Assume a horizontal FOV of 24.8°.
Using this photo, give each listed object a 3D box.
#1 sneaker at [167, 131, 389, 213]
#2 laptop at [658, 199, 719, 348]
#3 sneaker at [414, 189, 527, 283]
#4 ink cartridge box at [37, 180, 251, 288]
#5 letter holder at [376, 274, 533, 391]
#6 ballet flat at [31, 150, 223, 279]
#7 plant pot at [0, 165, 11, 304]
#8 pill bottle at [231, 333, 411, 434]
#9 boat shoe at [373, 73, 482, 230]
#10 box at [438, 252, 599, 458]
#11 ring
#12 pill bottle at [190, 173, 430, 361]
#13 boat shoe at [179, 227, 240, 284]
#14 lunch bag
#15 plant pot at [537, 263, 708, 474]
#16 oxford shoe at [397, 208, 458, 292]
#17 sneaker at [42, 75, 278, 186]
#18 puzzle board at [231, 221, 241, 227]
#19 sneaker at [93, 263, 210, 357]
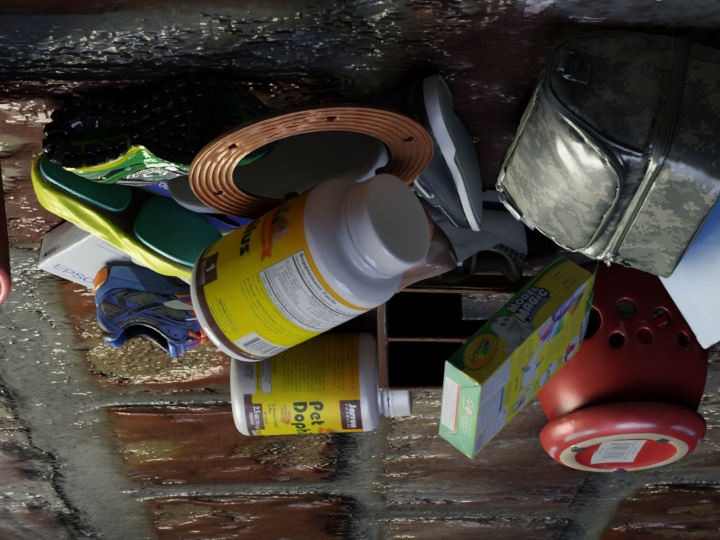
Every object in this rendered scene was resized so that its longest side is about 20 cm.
[{"bbox_3d":[-0.063,-0.069,1.457,0.197,0.075,0.116,-8,153,13],"label":"sneaker"},{"bbox_3d":[0.290,-0.024,1.520,0.198,0.117,0.187,10,154,-23],"label":"laptop"},{"bbox_3d":[0.060,-0.032,1.540,0.197,0.082,0.077,1,158,-1],"label":"sneaker"},{"bbox_3d":[-0.182,-0.015,1.592,0.198,0.041,0.199,23,149,-33],"label":"ink cartridge box"},{"bbox_3d":[0.119,0.058,1.608,0.140,0.102,0.199,-1,-178,25],"label":"letter holder"},{"bbox_3d":[-0.205,-0.042,1.456,0.198,0.067,0.067,29,141,0],"label":"ballet flat"},{"bbox_3d":[-0.373,-0.072,1.306,0.197,0.180,0.201,-1,157,0],"label":"plant pot"},{"bbox_3d":[-0.043,0.128,1.845,0.197,0.111,0.109,-3,157,4],"label":"pill bottle"},{"bbox_3d":[0.062,-0.098,1.405,0.060,0.076,0.201,-8,144,14],"label":"boat shoe"},{"bbox_3d":[0.153,0.071,1.533,0.048,0.199,0.118,35,146,26],"label":"box"},{"bbox_3d":[-0.040,-0.089,1.310,0.198,0.019,0.201,-9,159,-4],"label":"ring"},{"bbox_3d":[-0.040,-0.006,1.343,0.199,0.111,0.109,-26,147,36],"label":"pill bottle"},{"bbox_3d":[-0.090,-0.007,1.469,0.200,0.076,0.065,6,180,28],"label":"boat shoe"},{"bbox_3d":[0.208,-0.100,1.332,0.166,0.141,0.201,18,154,1],"label":"lunch bag"},{"bbox_3d":[0.280,0.110,1.751,0.197,0.185,0.201,-3,157,-1],"label":"plant pot"},{"bbox_3d":[0.000,0.000,1.505,0.198,0.072,0.073,-13,138,41],"label":"oxford shoe"},{"bbox_3d":[-0.160,-0.113,1.370,0.197,0.079,0.085,-1,167,16],"label":"sneaker"},{"bbox_3d":[-0.040,-0.012,1.662,0.197,0.018,0.151,3,155,-10],"label":"puzzle board"},{"bbox_3d":[-0.162,0.049,1.582,0.197,0.079,0.076,4,155,-1],"label":"sneaker"}]
